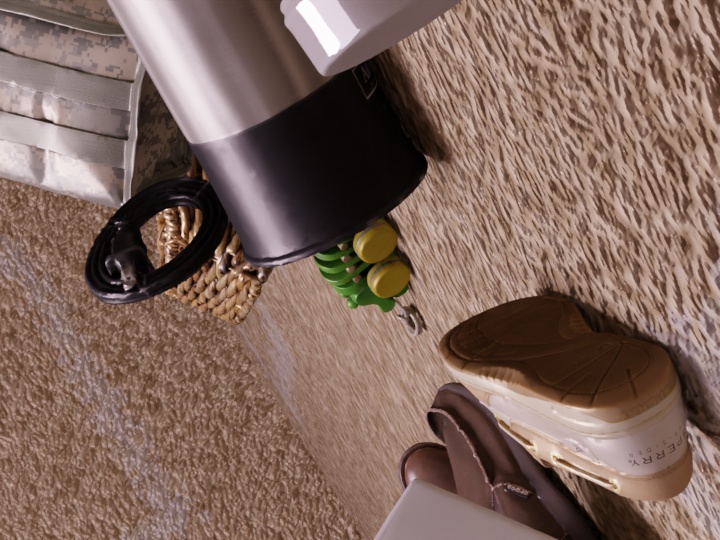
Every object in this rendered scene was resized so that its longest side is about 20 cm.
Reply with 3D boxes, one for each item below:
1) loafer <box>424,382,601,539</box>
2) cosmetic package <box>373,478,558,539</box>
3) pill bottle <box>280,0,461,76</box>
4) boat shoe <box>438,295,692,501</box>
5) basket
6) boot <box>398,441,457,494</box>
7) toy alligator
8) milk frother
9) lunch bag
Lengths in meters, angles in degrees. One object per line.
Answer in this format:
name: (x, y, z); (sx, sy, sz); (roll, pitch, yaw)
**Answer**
loafer: (0.094, 0.154, 1.232); (0.200, 0.071, 0.073); (51, 169, 41)
cosmetic package: (0.090, 0.259, 1.072); (0.199, 0.167, 0.168); (20, 154, 27)
pill bottle: (-0.032, -0.174, 0.639); (0.200, 0.111, 0.111); (58, 172, 1)
boat shoe: (0.096, 0.064, 0.881); (0.069, 0.074, 0.200); (67, 169, -16)
basket: (-0.117, -0.053, 1.314); (0.149, 0.143, 0.200); (29, 173, -4)
boot: (0.105, 0.195, 1.334); (0.186, 0.064, 0.200); (45, 174, 3)
toy alligator: (0.000, 0.000, 1.280); (0.059, 0.054, 0.200); (52, 170, 37)
milk frother: (-0.098, -0.094, 1.017); (0.189, 0.200, 0.180); (61, 174, -18)
lunch bag: (-0.183, -0.157, 1.141); (0.118, 0.163, 0.201); (-49, -29, -62)
